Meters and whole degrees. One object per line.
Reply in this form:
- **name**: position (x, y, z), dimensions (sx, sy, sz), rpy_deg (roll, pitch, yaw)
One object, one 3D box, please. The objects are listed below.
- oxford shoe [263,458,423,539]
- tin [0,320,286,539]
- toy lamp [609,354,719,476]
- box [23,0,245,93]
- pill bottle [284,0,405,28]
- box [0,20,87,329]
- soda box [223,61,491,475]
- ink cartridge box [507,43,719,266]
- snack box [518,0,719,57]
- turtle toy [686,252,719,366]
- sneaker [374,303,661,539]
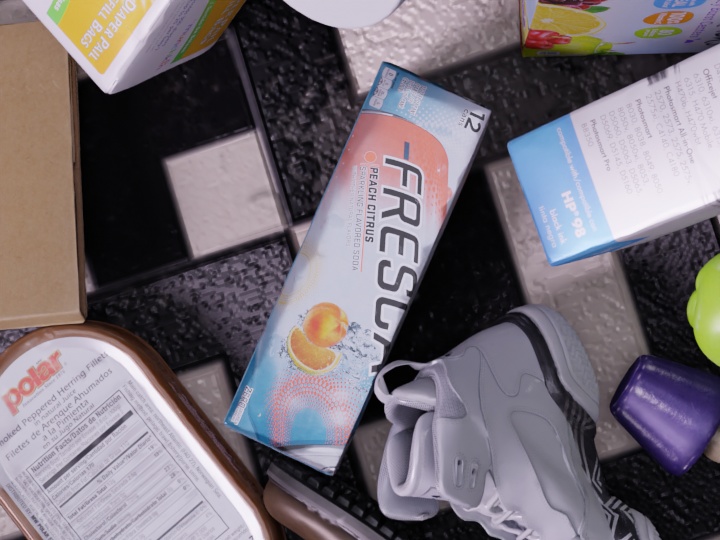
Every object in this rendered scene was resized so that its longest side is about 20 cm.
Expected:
- **oxford shoe**: position (0.016, 0.178, 0.788), dimensions (0.200, 0.073, 0.084), rpy_deg (44, 92, 4)
- **tin**: position (-0.120, 0.116, 0.814), dimensions (0.112, 0.042, 0.201), rpy_deg (-39, 86, -5)
- **toy lamp**: position (0.220, 0.109, 0.793), dimensions (0.199, 0.058, 0.059), rpy_deg (30, 88, 3)
- **box**: position (-0.137, -0.207, 0.780), dimensions (0.200, 0.101, 0.112), rpy_deg (48, 127, 3)
- **pill bottle**: position (0.032, -0.210, 0.749), dimensions (0.116, 0.117, 0.200), rpy_deg (36, 55, 3)
- **box**: position (-0.246, -0.044, 0.821), dimensions (0.197, 0.021, 0.166), rpy_deg (-6, 76, 1)
- **soda box**: position (0.000, 0.000, 0.799), dimensions (0.063, 0.068, 0.202), rpy_deg (23, 86, 3)
- **ink cartridge box**: position (0.184, -0.069, 0.729), dimensions (0.199, 0.115, 0.067), rpy_deg (-23, 84, 38)
- **snack box**: position (0.163, -0.154, 0.739), dimensions (0.166, 0.200, 0.069), rpy_deg (-1, 87, 1)
- **turtle toy**: position (0.262, 0.003, 0.772), dimensions (0.198, 0.101, 0.147), rpy_deg (-19, 116, 0)
- **sneaker**: position (0.076, 0.123, 0.768), dimensions (0.114, 0.075, 0.202), rpy_deg (-13, 80, -30)
